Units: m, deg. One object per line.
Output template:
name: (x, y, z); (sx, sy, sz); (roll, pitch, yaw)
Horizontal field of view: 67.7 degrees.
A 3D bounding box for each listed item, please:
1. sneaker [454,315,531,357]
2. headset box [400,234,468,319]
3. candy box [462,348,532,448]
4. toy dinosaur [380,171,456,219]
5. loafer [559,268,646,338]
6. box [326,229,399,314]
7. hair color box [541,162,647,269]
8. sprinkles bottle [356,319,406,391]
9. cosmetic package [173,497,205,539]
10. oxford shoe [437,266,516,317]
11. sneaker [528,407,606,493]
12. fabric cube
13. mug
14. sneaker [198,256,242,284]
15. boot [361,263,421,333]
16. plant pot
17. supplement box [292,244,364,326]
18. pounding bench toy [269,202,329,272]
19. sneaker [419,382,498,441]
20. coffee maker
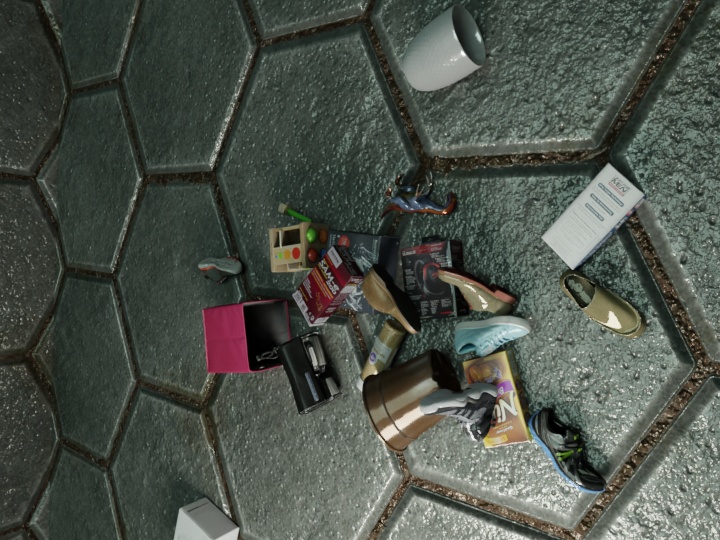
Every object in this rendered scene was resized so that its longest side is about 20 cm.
sneaker: (0.305, 0.162, 1.247); (0.196, 0.073, 0.085); (-17, 53, 45)
headset box: (0.183, 0.016, 1.346); (0.145, 0.074, 0.209); (-9, 85, 36)
candy box: (0.323, 0.299, 1.257); (0.114, 0.056, 0.207); (-21, 79, 33)
toy dinosaur: (0.157, -0.181, 1.389); (0.179, 0.105, 0.203); (36, 148, 17)
loafer: (0.496, 0.071, 1.120); (0.198, 0.066, 0.078); (38, 111, 30)
box: (0.000, 0.000, 1.464); (0.177, 0.103, 0.209); (8, 96, 35)
hair color box: (0.488, -0.110, 1.128); (0.101, 0.060, 0.202); (50, 118, 24)
sprinkles bottle: (0.056, 0.234, 1.447); (0.067, 0.067, 0.205); (34, 109, 30)
cosmetic package: (-0.538, 0.945, 1.856); (0.196, 0.121, 0.207); (21, 103, 35)
oxford shoe: (0.262, 0.054, 1.248); (0.194, 0.071, 0.077); (25, 105, 3)
sneaker: (0.448, 0.385, 1.155); (0.201, 0.069, 0.084); (52, 124, 28)
fabric cube: (-0.350, 0.204, 1.668); (0.194, 0.193, 0.209); (-9, 85, 35)
mug: (0.195, -0.542, 1.307); (0.172, 0.146, 0.206); (-20, 49, 41)
sneaker: (-0.473, 0.005, 1.849); (0.195, 0.077, 0.085); (7, 121, 37)
boot: (0.076, 0.084, 1.334); (0.076, 0.073, 0.202); (-48, 68, 28)
plant pot: (0.135, 0.307, 1.321); (0.196, 0.198, 0.205); (-34, 71, 23)
supplement box: (-0.088, 0.042, 1.430); (0.201, 0.060, 0.110); (-49, 63, 26)
pounding bench toy: (-0.173, -0.105, 1.578); (0.152, 0.122, 0.209); (-6, 86, 35)
sneaker: (0.223, 0.324, 1.192); (0.075, 0.193, 0.119); (-175, 79, -69)
coffee maker: (-0.172, 0.307, 1.554); (0.187, 0.135, 0.206); (-25, 76, 7)
